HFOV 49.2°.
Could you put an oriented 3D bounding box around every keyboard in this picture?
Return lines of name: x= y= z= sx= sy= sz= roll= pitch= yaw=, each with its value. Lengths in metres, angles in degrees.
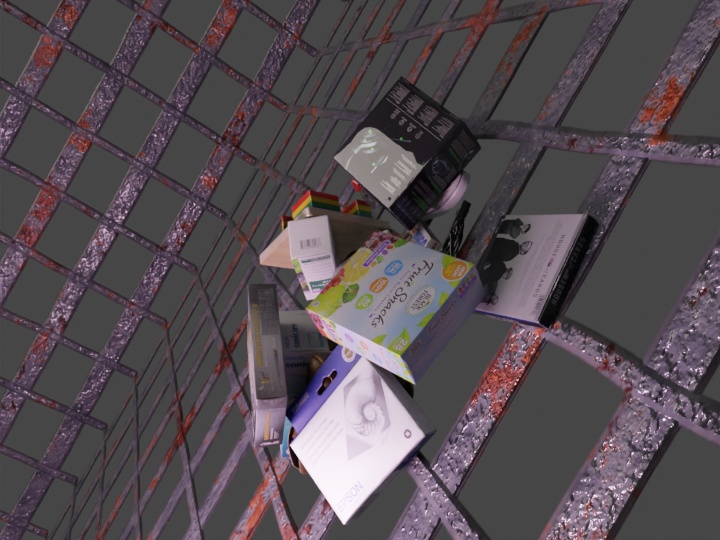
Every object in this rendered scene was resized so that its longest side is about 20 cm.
keyboard: x=0.136 y=-0.011 z=1.261 sx=0.104 sy=0.039 sz=0.203 roll=92 pitch=-157 yaw=-84

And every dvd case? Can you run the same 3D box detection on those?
dvd case: x=0.218 y=-0.005 z=1.051 sx=0.153 sy=0.024 sz=0.199 roll=-63 pitch=21 yaw=-7

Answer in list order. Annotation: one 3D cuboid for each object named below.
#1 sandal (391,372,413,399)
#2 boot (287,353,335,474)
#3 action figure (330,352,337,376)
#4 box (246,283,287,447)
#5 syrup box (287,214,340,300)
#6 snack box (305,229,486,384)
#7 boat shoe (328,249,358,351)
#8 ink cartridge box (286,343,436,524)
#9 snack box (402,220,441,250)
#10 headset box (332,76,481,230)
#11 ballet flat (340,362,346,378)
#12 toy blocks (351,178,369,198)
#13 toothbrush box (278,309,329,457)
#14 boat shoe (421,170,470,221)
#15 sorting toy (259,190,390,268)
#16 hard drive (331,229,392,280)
sandal: x=0.007 y=0.222 z=1.187 sx=0.201 sy=0.081 sz=0.055 roll=-51 pitch=2 yaw=19
boot: x=-0.074 y=0.229 z=1.225 sx=0.073 sy=0.074 sz=0.204 roll=29 pitch=126 yaw=51
action figure: x=-0.019 y=0.169 z=1.299 sx=0.201 sy=0.068 sz=0.132 roll=-96 pitch=25 yaw=-71
box: x=-0.150 y=0.149 z=1.232 sx=0.160 sy=0.047 sz=0.203 roll=101 pitch=162 yaw=-53
syrup box: x=-0.084 y=-0.020 z=1.513 sx=0.201 sy=0.077 sz=0.083 roll=78 pitch=-177 yaw=-64
snack box: x=0.048 y=0.043 z=1.095 sx=0.198 sy=0.068 sz=0.169 roll=22 pitch=62 yaw=43
boat shoe: x=-0.027 y=0.062 z=1.497 sx=0.203 sy=0.075 sz=0.074 roll=-62 pitch=-10 yaw=-10
ink cartridge box: x=-0.016 y=0.219 z=1.126 sx=0.201 sy=0.040 sz=0.201 roll=49 pitch=115 yaw=26
snack box: x=0.096 y=-0.039 z=1.331 sx=0.073 sy=0.024 sz=0.200 roll=-60 pitch=10 yaw=10
headset box: x=0.073 y=-0.194 z=1.339 sx=0.201 sy=0.093 sz=0.174 roll=-49 pitch=53 yaw=3
ballet flat: x=0.039 y=0.096 z=1.195 sx=0.202 sy=0.075 sz=0.064 roll=-57 pitch=-11 yaw=-4
toy blocks: x=0.062 y=-0.185 z=1.474 sx=0.197 sy=0.101 sz=0.137 roll=-23 pitch=12 yaw=21
toothbrush box: x=-0.100 y=0.189 z=1.337 sx=0.147 sy=0.083 sz=0.204 roll=-110 pitch=19 yaw=-65
boat shoe: x=0.118 y=-0.138 z=1.402 sx=0.199 sy=0.065 sz=0.073 roll=-20 pitch=44 yaw=61
sorting toy: x=-0.076 y=-0.077 z=1.579 sx=0.198 sy=0.197 sz=0.071 roll=-39 pitch=54 yaw=44
hard drive: x=0.000 y=0.000 z=1.359 sx=0.131 sy=0.025 sz=0.200 roll=-38 pitch=11 yaw=13
